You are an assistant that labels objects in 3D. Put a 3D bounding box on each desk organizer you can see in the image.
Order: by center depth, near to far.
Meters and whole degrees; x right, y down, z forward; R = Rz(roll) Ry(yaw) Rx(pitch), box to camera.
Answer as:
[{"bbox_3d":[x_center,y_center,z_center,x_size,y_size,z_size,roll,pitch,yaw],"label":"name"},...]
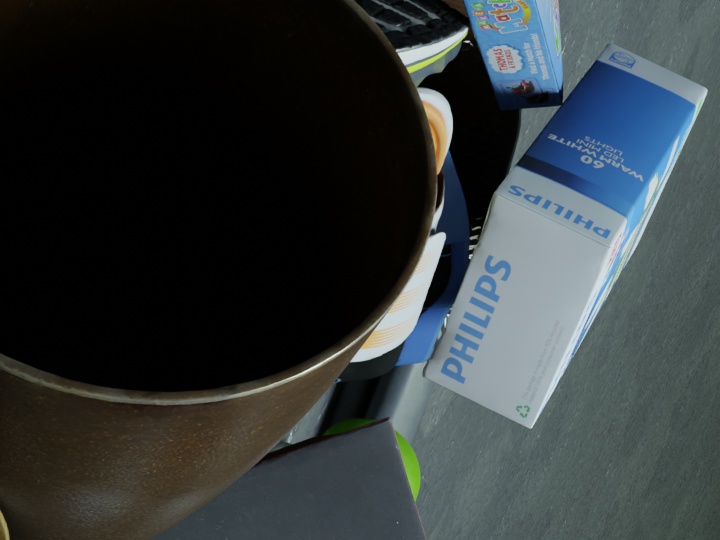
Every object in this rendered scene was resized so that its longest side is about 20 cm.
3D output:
[{"bbox_3d":[-0.077,0.129,0.964,0.200,0.072,0.077,-17,180,-28],"label":"desk organizer"}]

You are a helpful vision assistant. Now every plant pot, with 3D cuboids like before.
[{"bbox_3d":[-0.089,0.012,0.751,0.187,0.187,0.200,-52,172,-35],"label":"plant pot"}]

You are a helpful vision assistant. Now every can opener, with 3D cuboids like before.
[{"bbox_3d":[0.009,0.044,1.256,0.067,0.053,0.200,13,103,-39],"label":"can opener"}]

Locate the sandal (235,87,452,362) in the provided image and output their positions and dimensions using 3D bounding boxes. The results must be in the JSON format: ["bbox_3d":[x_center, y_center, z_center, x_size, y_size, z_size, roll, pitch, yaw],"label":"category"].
[{"bbox_3d":[-0.012,0.017,0.841,0.079,0.059,0.207,-9,143,-38],"label":"sandal"}]

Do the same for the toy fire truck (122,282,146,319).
[{"bbox_3d":[-0.056,0.005,0.891,0.200,0.049,0.141,-40,153,9],"label":"toy fire truck"}]

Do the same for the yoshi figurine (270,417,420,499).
[{"bbox_3d":[-0.032,0.116,1.118,0.200,0.112,0.113,-23,128,-69],"label":"yoshi figurine"}]

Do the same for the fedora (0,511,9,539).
[{"bbox_3d":[-0.179,0.142,0.675,0.200,0.082,0.201,-31,152,-19],"label":"fedora"}]

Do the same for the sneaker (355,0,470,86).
[{"bbox_3d":[-0.024,-0.072,0.978,0.200,0.074,0.081,-36,153,-44],"label":"sneaker"}]

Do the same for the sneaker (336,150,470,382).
[{"bbox_3d":[0.000,0.000,1.066,0.078,0.070,0.200,-15,152,-14],"label":"sneaker"}]

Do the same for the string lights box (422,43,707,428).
[{"bbox_3d":[0.099,-0.022,1.061,0.200,0.059,0.103,-51,165,-58],"label":"string lights box"}]

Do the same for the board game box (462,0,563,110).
[{"bbox_3d":[0.062,-0.180,1.012,0.200,0.036,0.152,58,29,-68],"label":"board game box"}]

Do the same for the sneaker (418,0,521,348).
[{"bbox_3d":[0.035,-0.047,1.163,0.073,0.085,0.201,-5,99,-25],"label":"sneaker"}]
